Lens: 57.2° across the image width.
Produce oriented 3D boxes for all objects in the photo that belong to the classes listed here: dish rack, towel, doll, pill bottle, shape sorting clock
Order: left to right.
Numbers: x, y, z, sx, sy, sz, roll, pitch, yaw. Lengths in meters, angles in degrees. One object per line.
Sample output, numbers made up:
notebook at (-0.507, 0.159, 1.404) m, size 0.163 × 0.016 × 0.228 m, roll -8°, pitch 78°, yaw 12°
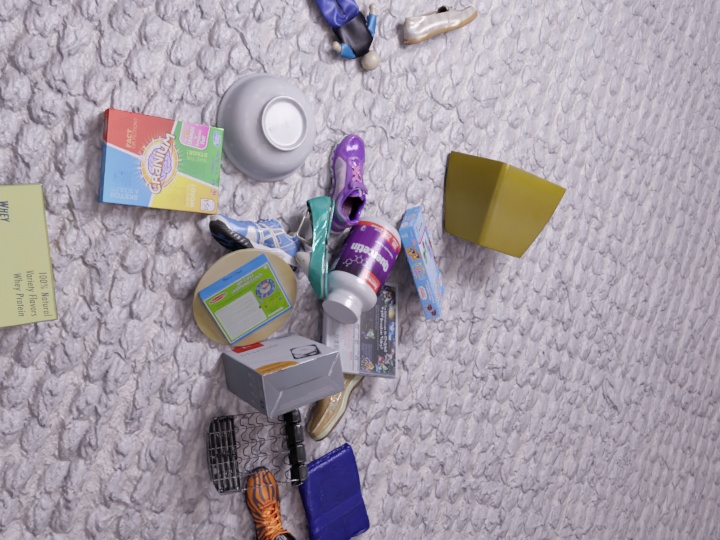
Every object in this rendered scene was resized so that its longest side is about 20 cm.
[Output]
shape sorting clock at (-0.211, 0.051, 1.216) m, size 0.196 × 0.039 × 0.203 m, roll -16°, pitch 127°, yaw -21°
dish rack at (-0.195, 0.340, 1.249) m, size 0.196 × 0.054 × 0.157 m, roll -1°, pitch 72°, yaw -27°
towel at (-0.060, 0.480, 1.379) m, size 0.146 × 0.049 × 0.204 m, roll -20°, pitch 105°, yaw -37°
doll at (-0.019, -0.490, 1.307) m, size 0.136 × 0.048 × 0.201 m, roll -44°, pitch 115°, yaw -20°
pill bottle at (0.000, 0.000, 1.305) m, size 0.112 × 0.111 × 0.202 m, roll 42°, pitch 58°, yaw -28°

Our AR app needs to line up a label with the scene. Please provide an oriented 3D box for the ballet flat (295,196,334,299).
ballet flat at (-0.089, -0.044, 1.251) m, size 0.069 × 0.067 × 0.204 m, roll 4°, pitch 74°, yaw -3°

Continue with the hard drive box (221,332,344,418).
hard drive box at (-0.145, 0.184, 1.203) m, size 0.153 × 0.199 × 0.079 m, roll -14°, pitch 102°, yaw -31°

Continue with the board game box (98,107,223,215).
board game box at (-0.341, -0.182, 1.136) m, size 0.197 × 0.040 × 0.157 m, roll 3°, pitch 93°, yaw -33°

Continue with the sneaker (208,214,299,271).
sneaker at (-0.194, -0.065, 1.229) m, size 0.198 × 0.075 × 0.079 m, roll 27°, pitch 74°, yaw -41°

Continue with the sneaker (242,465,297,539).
sneaker at (-0.165, 0.483, 1.269) m, size 0.076 × 0.111 × 0.204 m, roll -17°, pitch 103°, yaw -30°

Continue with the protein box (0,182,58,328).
protein box at (-0.562, -0.019, 0.955) m, size 0.197 × 0.134 × 0.203 m, roll -8°, pitch 98°, yaw -31°

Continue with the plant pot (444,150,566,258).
plant pot at (0.298, -0.140, 1.470) m, size 0.197 × 0.199 × 0.180 m, roll 14°, pitch 99°, yaw -32°

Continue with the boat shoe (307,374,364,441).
boat shoe at (-0.060, 0.245, 1.344) m, size 0.076 × 0.071 × 0.202 m, roll 43°, pitch 61°, yaw -24°

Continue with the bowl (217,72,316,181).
bowl at (-0.156, -0.268, 1.217) m, size 0.198 × 0.090 × 0.206 m, roll -3°, pitch 96°, yaw -32°

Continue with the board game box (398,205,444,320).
board game box at (0.133, -0.019, 1.403) m, size 0.036 × 0.152 × 0.203 m, roll -15°, pitch 107°, yaw 16°

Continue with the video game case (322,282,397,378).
video game case at (0.002, 0.114, 1.361) m, size 0.179 × 0.023 × 0.204 m, roll 12°, pitch 71°, yaw -32°

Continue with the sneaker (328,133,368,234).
sneaker at (-0.018, -0.171, 1.315) m, size 0.079 × 0.088 × 0.205 m, roll 12°, pitch 87°, yaw -31°

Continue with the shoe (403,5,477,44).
shoe at (0.172, -0.538, 1.411) m, size 0.198 × 0.070 × 0.054 m, roll -29°, pitch 117°, yaw -25°
